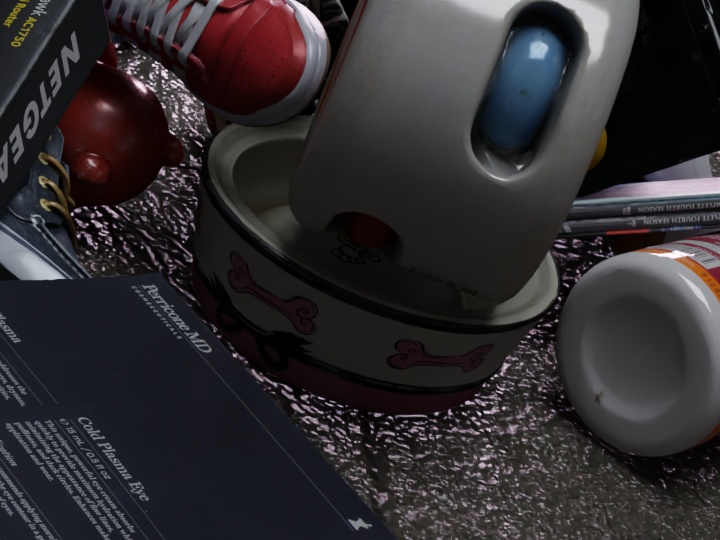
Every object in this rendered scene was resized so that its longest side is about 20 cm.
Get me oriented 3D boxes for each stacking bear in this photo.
[{"bbox_3d":[-0.180,-0.108,1.504,0.200,0.114,0.121,43,32,26],"label":"stacking bear"}]

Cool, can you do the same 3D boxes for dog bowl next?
[{"bbox_3d":[0.000,0.000,1.478,0.200,0.074,0.200,19,27,-10],"label":"dog bowl"}]

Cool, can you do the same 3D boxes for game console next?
[{"bbox_3d":[0.172,-0.135,1.605,0.116,0.175,0.200,56,16,-65],"label":"game console"}]

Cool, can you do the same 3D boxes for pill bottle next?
[{"bbox_3d":[0.204,0.032,1.541,0.110,0.110,0.200,38,30,28],"label":"pill bottle"}]

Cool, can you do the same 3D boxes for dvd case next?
[{"bbox_3d":[0.194,-0.039,1.588,0.199,0.022,0.146,-3,5,2],"label":"dvd case"}]

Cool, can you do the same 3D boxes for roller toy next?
[{"bbox_3d":[0.055,-0.082,1.390,0.139,0.200,0.183,22,39,-4],"label":"roller toy"}]

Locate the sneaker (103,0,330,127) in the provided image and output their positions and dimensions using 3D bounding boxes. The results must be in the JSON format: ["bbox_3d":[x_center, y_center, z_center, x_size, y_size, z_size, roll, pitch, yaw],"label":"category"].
[{"bbox_3d":[-0.104,-0.140,1.415,0.112,0.071,0.200,30,3,-42],"label":"sneaker"}]

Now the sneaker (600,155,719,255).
[{"bbox_3d":[0.167,-0.068,1.740,0.084,0.073,0.200,16,28,-19],"label":"sneaker"}]

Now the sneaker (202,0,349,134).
[{"bbox_3d":[-0.062,-0.121,1.538,0.077,0.200,0.085,-20,75,-18],"label":"sneaker"}]

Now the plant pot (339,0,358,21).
[{"bbox_3d":[0.019,-0.193,1.771,0.187,0.188,0.200,6,13,-31],"label":"plant pot"}]

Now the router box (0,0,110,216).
[{"bbox_3d":[-0.225,-0.078,1.341,0.149,0.051,0.200,7,44,17],"label":"router box"}]

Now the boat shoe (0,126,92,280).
[{"bbox_3d":[-0.162,-0.027,1.362,0.200,0.071,0.091,36,61,28],"label":"boat shoe"}]

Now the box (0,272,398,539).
[{"bbox_3d":[-0.121,0.099,1.157,0.182,0.104,0.200,-2,36,-40],"label":"box"}]

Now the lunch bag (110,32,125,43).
[{"bbox_3d":[-0.111,-0.232,1.726,0.075,0.161,0.200,29,27,11],"label":"lunch bag"}]
